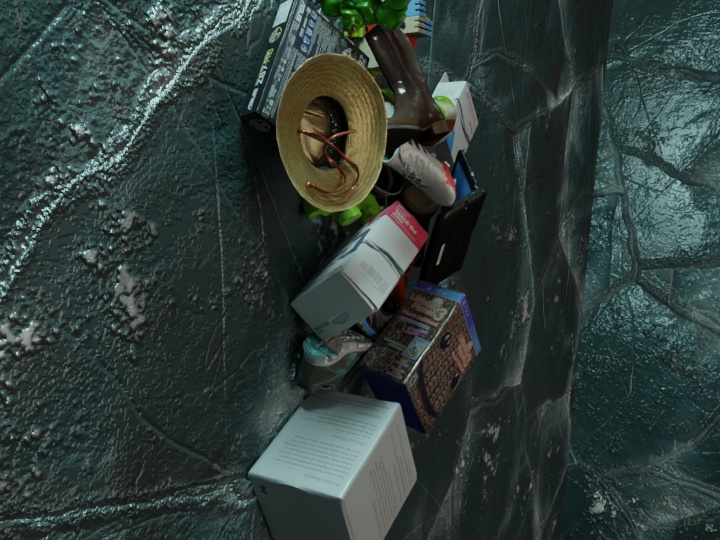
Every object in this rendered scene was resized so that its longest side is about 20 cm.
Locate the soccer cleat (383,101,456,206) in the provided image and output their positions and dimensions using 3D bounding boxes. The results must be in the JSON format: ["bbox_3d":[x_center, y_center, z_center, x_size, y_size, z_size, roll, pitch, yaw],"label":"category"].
[{"bbox_3d":[0.077,-0.175,1.139,0.200,0.068,0.085,54,49,-13],"label":"soccer cleat"}]

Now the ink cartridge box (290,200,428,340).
[{"bbox_3d":[0.000,0.000,1.131,0.084,0.145,0.200,47,46,-10],"label":"ink cartridge box"}]

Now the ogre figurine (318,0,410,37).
[{"bbox_3d":[0.001,-0.415,1.049,0.120,0.199,0.099,78,18,-54],"label":"ogre figurine"}]

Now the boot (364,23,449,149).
[{"bbox_3d":[0.042,-0.287,1.074,0.186,0.064,0.201,-16,83,-54],"label":"boot"}]

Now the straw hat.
[{"bbox_3d":[-0.059,-0.182,0.955,0.200,0.085,0.202,-9,104,-40],"label":"straw hat"}]

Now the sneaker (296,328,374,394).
[{"bbox_3d":[-0.046,0.148,1.182,0.200,0.077,0.092,-6,121,-61],"label":"sneaker"}]

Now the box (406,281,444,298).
[{"bbox_3d":[0.105,0.118,1.414,0.049,0.082,0.201,57,46,-45],"label":"box"}]

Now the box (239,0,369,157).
[{"bbox_3d":[-0.074,-0.266,1.035,0.161,0.049,0.201,29,67,-39],"label":"box"}]

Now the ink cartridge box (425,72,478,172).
[{"bbox_3d":[0.191,-0.317,1.513,0.201,0.068,0.116,-65,145,-32],"label":"ink cartridge box"}]

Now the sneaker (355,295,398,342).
[{"bbox_3d":[0.044,0.091,1.269,0.083,0.071,0.200,-46,144,-4],"label":"sneaker"}]

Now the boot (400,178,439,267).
[{"bbox_3d":[0.115,-0.082,1.347,0.200,0.072,0.167,-99,-177,-66],"label":"boot"}]

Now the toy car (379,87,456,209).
[{"bbox_3d":[0.074,-0.211,1.261,0.164,0.157,0.201,-53,156,-68],"label":"toy car"}]

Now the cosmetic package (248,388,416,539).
[{"bbox_3d":[-0.036,0.317,1.110,0.200,0.167,0.167,-48,135,-45],"label":"cosmetic package"}]

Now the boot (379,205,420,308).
[{"bbox_3d":[0.065,-0.012,1.284,0.075,0.107,0.201,-14,106,-34],"label":"boot"}]

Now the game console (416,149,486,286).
[{"bbox_3d":[0.146,-0.089,1.308,0.176,0.116,0.201,-31,148,-33],"label":"game console"}]

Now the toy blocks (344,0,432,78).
[{"bbox_3d":[0.056,-0.414,1.191,0.100,0.136,0.201,-13,106,-59],"label":"toy blocks"}]

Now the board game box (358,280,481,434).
[{"bbox_3d":[0.110,0.150,1.250,0.200,0.097,0.160,-52,140,-26],"label":"board game box"}]

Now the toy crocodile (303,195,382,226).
[{"bbox_3d":[-0.022,-0.106,1.181,0.068,0.062,0.200,59,24,9],"label":"toy crocodile"}]

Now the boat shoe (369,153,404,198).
[{"bbox_3d":[-0.005,-0.195,1.144,0.201,0.063,0.074,45,70,-28],"label":"boat shoe"}]
